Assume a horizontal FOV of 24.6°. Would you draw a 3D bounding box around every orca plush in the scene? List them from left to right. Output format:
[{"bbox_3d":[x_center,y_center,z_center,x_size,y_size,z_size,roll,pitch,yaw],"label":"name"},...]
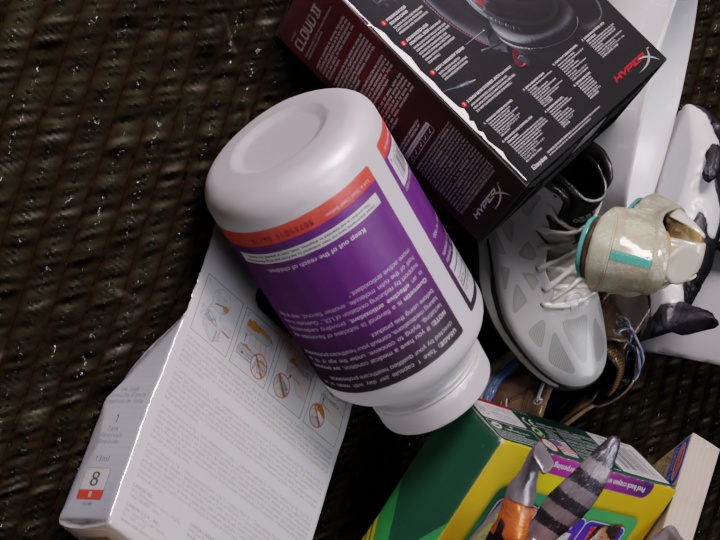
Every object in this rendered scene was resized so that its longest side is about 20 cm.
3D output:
[{"bbox_3d":[0.252,-0.028,1.188,0.071,0.105,0.201,22,41,-13],"label":"orca plush"}]

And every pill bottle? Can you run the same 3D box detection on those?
[{"bbox_3d":[0.000,0.000,0.975,0.113,0.112,0.201,-48,123,-28],"label":"pill bottle"}]

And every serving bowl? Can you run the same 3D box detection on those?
[{"bbox_3d":[0.177,-0.117,1.139,0.200,0.065,0.202,15,90,-76],"label":"serving bowl"}]

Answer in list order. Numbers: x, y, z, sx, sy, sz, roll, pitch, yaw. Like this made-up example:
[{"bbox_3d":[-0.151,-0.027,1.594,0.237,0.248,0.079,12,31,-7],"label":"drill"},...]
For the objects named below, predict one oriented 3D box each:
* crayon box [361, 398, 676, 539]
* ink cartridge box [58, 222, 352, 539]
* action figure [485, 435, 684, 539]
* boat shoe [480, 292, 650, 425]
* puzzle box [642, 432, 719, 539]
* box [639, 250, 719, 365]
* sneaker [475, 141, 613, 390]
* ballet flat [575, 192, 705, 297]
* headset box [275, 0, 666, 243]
[{"bbox_3d":[0.094,0.184,1.102,0.199,0.058,0.173,20,108,-44],"label":"crayon box"},{"bbox_3d":[-0.082,0.096,0.982,0.162,0.050,0.201,44,49,-39],"label":"ink cartridge box"},{"bbox_3d":[0.118,0.201,1.007,0.199,0.194,0.105,26,35,-21],"label":"action figure"},{"bbox_3d":[0.163,0.063,1.181,0.200,0.072,0.073,-43,125,-30],"label":"boat shoe"},{"bbox_3d":[0.187,0.222,1.167,0.025,0.133,0.201,31,51,-5],"label":"puzzle box"},{"bbox_3d":[0.340,0.024,1.293,0.199,0.152,0.107,4,95,-45],"label":"box"},{"bbox_3d":[0.124,-0.013,1.068,0.075,0.115,0.202,-24,98,-19],"label":"sneaker"},{"bbox_3d":[0.185,-0.009,1.036,0.200,0.062,0.068,-18,119,-68],"label":"ballet flat"},{"bbox_3d":[0.059,-0.141,0.987,0.200,0.075,0.149,45,57,6],"label":"headset box"}]
